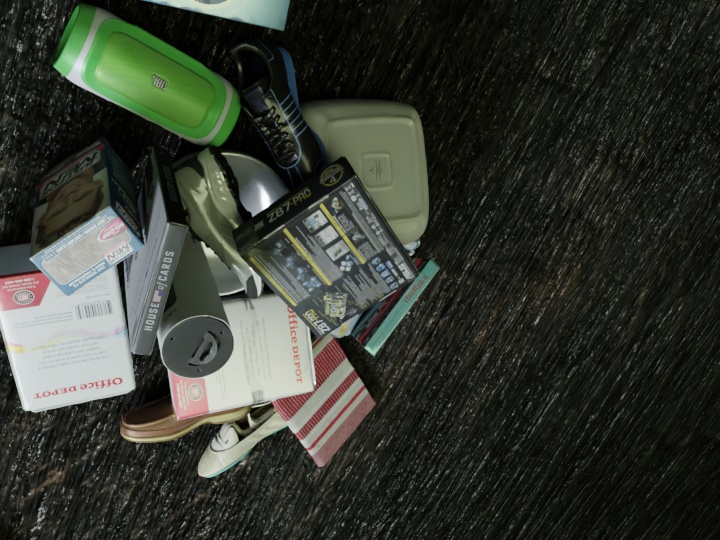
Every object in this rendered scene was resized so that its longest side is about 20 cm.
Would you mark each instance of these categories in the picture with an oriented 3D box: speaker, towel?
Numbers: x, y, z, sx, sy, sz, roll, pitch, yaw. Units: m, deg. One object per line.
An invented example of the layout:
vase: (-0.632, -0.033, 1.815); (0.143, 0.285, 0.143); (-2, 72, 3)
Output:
speaker: (-0.237, -0.217, 0.815); (0.198, 0.089, 0.089); (24, 109, -33)
speaker: (-0.201, 0.034, 0.827); (0.080, 0.201, 0.083); (-11, 124, -17)
towel: (-0.062, 0.205, 1.155); (0.144, 0.023, 0.202); (-46, 129, -22)

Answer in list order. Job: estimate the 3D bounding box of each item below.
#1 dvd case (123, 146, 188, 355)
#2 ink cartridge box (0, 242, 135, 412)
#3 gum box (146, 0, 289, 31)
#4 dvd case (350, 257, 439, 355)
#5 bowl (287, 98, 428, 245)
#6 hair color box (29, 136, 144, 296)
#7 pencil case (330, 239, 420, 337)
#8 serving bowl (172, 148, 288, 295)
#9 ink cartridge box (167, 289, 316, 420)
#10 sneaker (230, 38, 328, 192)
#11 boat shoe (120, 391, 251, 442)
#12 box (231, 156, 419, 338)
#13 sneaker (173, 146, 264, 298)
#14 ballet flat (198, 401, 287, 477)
dvd case: (-0.227, -0.028, 0.779); (0.024, 0.201, 0.152); (10, 116, -27)
ink cartridge box: (-0.379, 0.067, 0.927); (0.143, 0.083, 0.203); (-9, 123, -18)
gum box: (-0.162, -0.371, 0.777); (0.196, 0.045, 0.173); (3, 118, -26)
dvd case: (0.042, 0.044, 1.017); (0.022, 0.200, 0.147); (37, 86, -8)
bowl: (0.006, -0.124, 0.927); (0.196, 0.074, 0.205); (-6, 94, -25)
hair color box: (-0.306, -0.068, 0.803); (0.099, 0.201, 0.061); (-33, 127, -1)
pencil case: (0.000, 0.000, 1.048); (0.090, 0.083, 0.201); (38, 103, -2)
serving bowl: (-0.188, -0.070, 0.936); (0.196, 0.066, 0.203); (-11, 124, -17)
ink cartridge box: (-0.173, 0.111, 1.012); (0.196, 0.083, 0.150); (-9, 96, -18)
sneaker: (-0.100, -0.174, 0.845); (0.069, 0.203, 0.078); (-23, 175, 29)
boat shoe: (-0.260, 0.198, 1.071); (0.197, 0.072, 0.069); (-12, 119, -24)
box: (-0.035, -0.019, 0.869); (0.160, 0.049, 0.200); (-34, 136, 5)
sneaker: (-0.170, -0.050, 0.879); (0.078, 0.074, 0.203); (-20, 120, 1)
ballet flat: (-0.182, 0.248, 1.142); (0.198, 0.067, 0.063); (-33, 118, -14)
